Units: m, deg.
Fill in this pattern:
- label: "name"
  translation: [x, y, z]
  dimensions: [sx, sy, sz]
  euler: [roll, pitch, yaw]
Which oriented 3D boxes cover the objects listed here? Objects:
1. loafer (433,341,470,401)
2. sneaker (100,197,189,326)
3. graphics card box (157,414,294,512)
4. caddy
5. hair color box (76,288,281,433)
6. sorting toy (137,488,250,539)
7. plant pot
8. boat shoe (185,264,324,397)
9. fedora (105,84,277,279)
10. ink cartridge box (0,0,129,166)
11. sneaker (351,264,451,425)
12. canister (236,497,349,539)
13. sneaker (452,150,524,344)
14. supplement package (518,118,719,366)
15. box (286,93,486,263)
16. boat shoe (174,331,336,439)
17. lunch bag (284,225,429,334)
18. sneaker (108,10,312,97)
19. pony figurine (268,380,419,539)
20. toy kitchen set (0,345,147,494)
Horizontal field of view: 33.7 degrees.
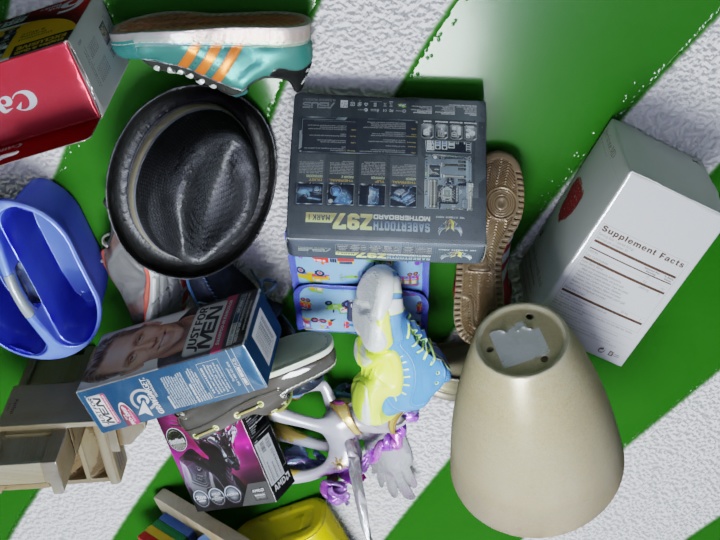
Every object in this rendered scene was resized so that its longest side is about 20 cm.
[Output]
- label: "loafer"
  translation: [0.146, 0.104, 1.350]
  dimensions: [0.197, 0.076, 0.069]
  euler: [5, 122, -13]
- label: "sneaker"
  translation: [-0.242, -0.004, 1.304]
  dimensions: [0.081, 0.077, 0.203]
  euler: [17, 124, 23]
- label: "graphics card box"
  translation: [-0.168, 0.174, 1.360]
  dimensions: [0.124, 0.051, 0.202]
  euler: [-13, 106, 31]
- label: "caddy"
  translation: [-0.355, 0.002, 1.274]
  dimensions: [0.139, 0.105, 0.202]
  euler: [-15, 120, 10]
- label: "hair color box"
  translation: [-0.188, 0.094, 1.239]
  dimensions: [0.197, 0.101, 0.061]
  euler: [-17, 120, 17]
- label: "sorting toy"
  translation: [-0.176, 0.392, 1.465]
  dimensions: [0.197, 0.069, 0.202]
  euler: [15, 137, 48]
- label: "plant pot"
  translation: [0.170, 0.134, 1.192]
  dimensions: [0.184, 0.189, 0.201]
  euler: [-8, 137, 6]
- label: "boat shoe"
  translation: [-0.108, 0.050, 1.309]
  dimensions: [0.068, 0.085, 0.200]
  euler: [-19, 123, 45]
- label: "fedora"
  translation: [-0.158, -0.080, 1.186]
  dimensions: [0.198, 0.092, 0.204]
  euler: [-7, 108, -21]
- label: "ink cartridge box"
  translation: [-0.338, -0.171, 1.125]
  dimensions: [0.197, 0.176, 0.085]
  euler: [-15, 121, 10]
- label: "sneaker"
  translation: [0.046, 0.074, 1.258]
  dimensions: [0.103, 0.076, 0.202]
  euler: [-6, 130, -16]
- label: "canister"
  translation: [-0.062, 0.400, 1.530]
  dimensions: [0.147, 0.087, 0.201]
  euler: [-22, 118, 15]
- label: "sneaker"
  translation: [0.135, -0.024, 1.276]
  dimensions: [0.070, 0.112, 0.203]
  euler: [9, 91, 8]
- label: "supplement package"
  translation: [0.265, -0.028, 1.230]
  dimensions: [0.118, 0.122, 0.201]
  euler: [23, 120, -12]
- label: "box"
  translation: [0.027, -0.092, 1.180]
  dimensions: [0.197, 0.160, 0.051]
  euler: [1, 159, 1]
- label: "boat shoe"
  translation: [-0.108, 0.123, 1.260]
  dimensions: [0.199, 0.072, 0.061]
  euler: [-21, 110, 18]
- label: "lunch bag"
  translation: [0.000, 0.000, 1.289]
  dimensions: [0.148, 0.095, 0.202]
  euler: [0, 135, 2]
- label: "sneaker"
  translation: [-0.145, -0.206, 1.159]
  dimensions: [0.197, 0.072, 0.081]
  euler: [0, 118, 0]
- label: "pony figurine"
  translation: [-0.016, 0.213, 1.388]
  dimensions: [0.197, 0.167, 0.196]
  euler: [0, 116, 20]
- label: "toy kitchen set"
  translation: [-0.300, 0.212, 1.348]
  dimensions: [0.160, 0.201, 0.183]
  euler: [-4, 122, 5]
